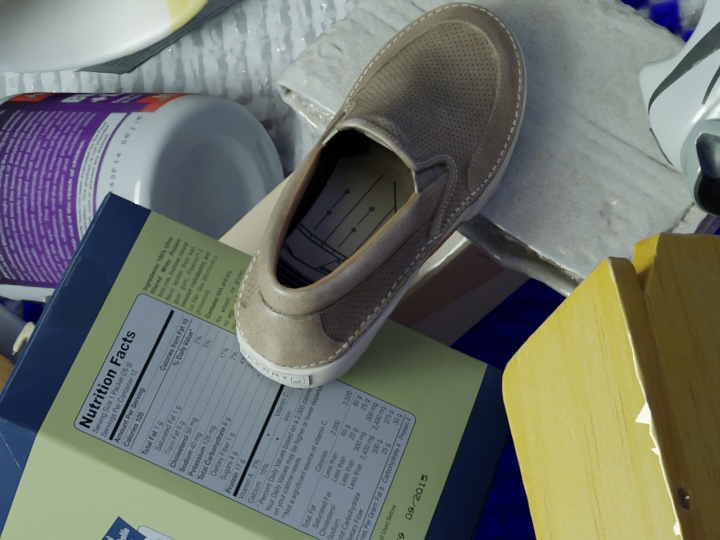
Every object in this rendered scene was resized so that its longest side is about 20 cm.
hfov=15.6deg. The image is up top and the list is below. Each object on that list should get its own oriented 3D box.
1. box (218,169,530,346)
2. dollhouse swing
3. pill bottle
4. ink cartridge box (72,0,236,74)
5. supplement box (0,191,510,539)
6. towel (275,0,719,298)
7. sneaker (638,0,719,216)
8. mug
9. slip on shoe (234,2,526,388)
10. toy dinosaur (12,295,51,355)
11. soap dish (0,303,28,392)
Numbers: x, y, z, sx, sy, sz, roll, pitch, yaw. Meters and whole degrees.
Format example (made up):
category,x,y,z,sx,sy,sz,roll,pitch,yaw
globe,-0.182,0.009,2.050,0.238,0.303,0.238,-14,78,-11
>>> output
category,x,y,z,sx,sy,sz,roll,pitch,yaw
box,0.000,0.000,1.240,0.200,0.078,0.095,-42,64,18
dollhouse swing,0.112,0.100,1.089,0.175,0.199,0.183,-24,74,38
pill bottle,-0.146,-0.037,1.367,0.199,0.111,0.112,4,92,40
ink cartridge box,-0.096,-0.223,1.374,0.200,0.043,0.174,-28,73,36
supplement box,-0.065,0.109,1.141,0.199,0.135,0.200,25,138,-1
towel,0.078,-0.072,1.159,0.200,0.035,0.133,36,68,19
sneaker,0.196,-0.120,1.090,0.200,0.074,0.089,-39,52,12
mug,-0.141,-0.203,1.319,0.150,0.185,0.154,117,143,-60
slip on shoe,0.010,-0.044,1.089,0.076,0.200,0.061,27,151,17
toy dinosaur,-0.141,0.067,1.372,0.101,0.058,0.201,-124,25,-49
soap dish,-0.271,0.019,1.416,0.157,0.200,0.081,25,79,37
